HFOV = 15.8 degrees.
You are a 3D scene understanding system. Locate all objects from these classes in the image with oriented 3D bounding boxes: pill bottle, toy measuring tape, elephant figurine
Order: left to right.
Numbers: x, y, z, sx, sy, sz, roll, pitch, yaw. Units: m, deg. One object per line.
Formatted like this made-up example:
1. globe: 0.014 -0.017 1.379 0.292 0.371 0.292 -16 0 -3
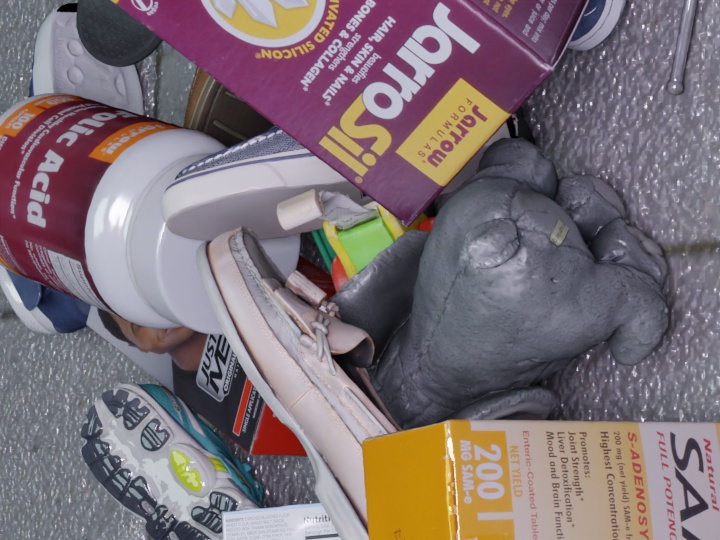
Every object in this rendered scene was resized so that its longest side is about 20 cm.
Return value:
1. pill bottle: -0.130 -0.031 1.482 0.200 0.114 0.115 18 101 50
2. toy measuring tape: 0.010 0.000 1.349 0.073 0.200 0.074 -1 86 18
3. elephant figurine: 0.052 0.045 1.300 0.200 0.155 0.142 -47 27 26

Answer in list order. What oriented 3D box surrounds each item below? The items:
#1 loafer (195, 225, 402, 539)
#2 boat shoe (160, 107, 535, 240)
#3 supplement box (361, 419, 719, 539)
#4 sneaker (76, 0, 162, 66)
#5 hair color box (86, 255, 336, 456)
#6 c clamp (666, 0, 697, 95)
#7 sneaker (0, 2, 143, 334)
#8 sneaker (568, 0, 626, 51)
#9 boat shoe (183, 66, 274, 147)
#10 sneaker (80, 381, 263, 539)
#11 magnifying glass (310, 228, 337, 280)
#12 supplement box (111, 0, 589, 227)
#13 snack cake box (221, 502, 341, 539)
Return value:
1. loafer: -0.006 0.059 1.244 0.063 0.072 0.200 -34 76 16
2. boat shoe: -0.015 -0.080 1.382 0.075 0.199 0.093 99 157 -68
3. supplement box: 0.105 0.133 1.185 0.073 0.199 0.127 -18 74 54
4. sneaker: -0.096 -0.216 1.556 0.067 0.108 0.202 29 109 9
5. hair color box: -0.083 0.026 1.556 0.200 0.061 0.102 32 112 50
6. c clamp: 0.087 -0.196 1.283 0.027 0.199 0.171 -42 -32 -78
7. sneaker: -0.206 -0.058 1.708 0.146 0.080 0.201 -28 70 44
8. sneaker: 0.044 -0.197 1.343 0.077 0.146 0.203 -53 50 33
9. boat shoe: -0.054 -0.147 1.536 0.200 0.072 0.068 -62 38 15
10. sneaker: -0.079 0.141 1.531 0.078 0.080 0.200 -46 70 26
11. magnifying glass: 0.000 0.000 1.453 0.022 0.079 0.201 -121 32 -77
12. supplement box: -0.007 -0.141 1.253 0.131 0.200 0.103 -48 8 38
13. snack cake box: 0.036 0.169 1.284 0.067 0.199 0.115 60 -155 -76
